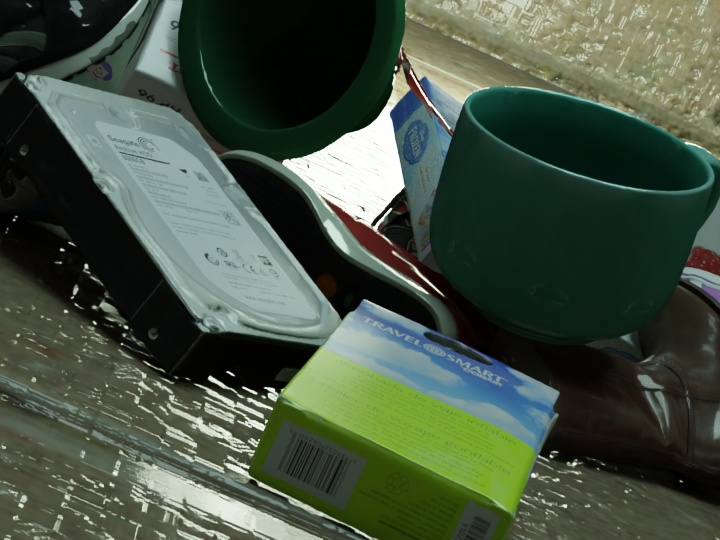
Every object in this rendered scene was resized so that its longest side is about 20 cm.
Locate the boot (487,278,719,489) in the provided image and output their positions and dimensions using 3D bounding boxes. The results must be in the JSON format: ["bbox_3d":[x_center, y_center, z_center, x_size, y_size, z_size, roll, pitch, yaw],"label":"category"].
[{"bbox_3d":[0.146,0.052,1.518,0.200,0.064,0.186,13,32,-31],"label":"boot"}]

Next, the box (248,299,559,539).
[{"bbox_3d":[0.026,0.078,1.211,0.122,0.048,0.200,26,16,4],"label":"box"}]

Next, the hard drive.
[{"bbox_3d":[-0.098,-0.020,1.321,0.140,0.038,0.200,12,33,-52],"label":"hard drive"}]

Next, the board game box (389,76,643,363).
[{"bbox_3d":[0.115,-0.019,1.677,0.200,0.043,0.199,34,24,-24],"label":"board game box"}]

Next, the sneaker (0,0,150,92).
[{"bbox_3d":[-0.201,-0.140,1.361,0.076,0.200,0.088,29,-32,46],"label":"sneaker"}]

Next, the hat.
[{"bbox_3d":[0.001,-0.125,1.578,0.165,0.200,0.176,-15,-18,29],"label":"hat"}]

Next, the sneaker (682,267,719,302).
[{"bbox_3d":[0.219,0.051,1.750,0.114,0.073,0.200,-27,17,-32],"label":"sneaker"}]

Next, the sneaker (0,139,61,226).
[{"bbox_3d":[-0.201,-0.075,1.449,0.090,0.078,0.200,29,15,-36],"label":"sneaker"}]

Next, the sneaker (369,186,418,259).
[{"bbox_3d":[0.048,-0.027,1.721,0.081,0.075,0.200,24,12,-11],"label":"sneaker"}]

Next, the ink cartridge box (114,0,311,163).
[{"bbox_3d":[-0.086,-0.134,1.611,0.116,0.200,0.068,26,-31,-11],"label":"ink cartridge box"}]

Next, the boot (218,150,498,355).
[{"bbox_3d":[0.000,0.000,1.512,0.200,0.072,0.144,38,15,22],"label":"boot"}]

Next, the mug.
[{"bbox_3d":[0.132,-0.023,1.462,0.185,0.115,0.152,12,22,-13],"label":"mug"}]

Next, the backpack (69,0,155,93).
[{"bbox_3d":[-0.207,-0.200,1.721,0.200,0.178,0.151,30,34,15],"label":"backpack"}]

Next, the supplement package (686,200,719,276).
[{"bbox_3d":[0.272,-0.002,1.910,0.200,0.121,0.120,24,-7,-3],"label":"supplement package"}]
